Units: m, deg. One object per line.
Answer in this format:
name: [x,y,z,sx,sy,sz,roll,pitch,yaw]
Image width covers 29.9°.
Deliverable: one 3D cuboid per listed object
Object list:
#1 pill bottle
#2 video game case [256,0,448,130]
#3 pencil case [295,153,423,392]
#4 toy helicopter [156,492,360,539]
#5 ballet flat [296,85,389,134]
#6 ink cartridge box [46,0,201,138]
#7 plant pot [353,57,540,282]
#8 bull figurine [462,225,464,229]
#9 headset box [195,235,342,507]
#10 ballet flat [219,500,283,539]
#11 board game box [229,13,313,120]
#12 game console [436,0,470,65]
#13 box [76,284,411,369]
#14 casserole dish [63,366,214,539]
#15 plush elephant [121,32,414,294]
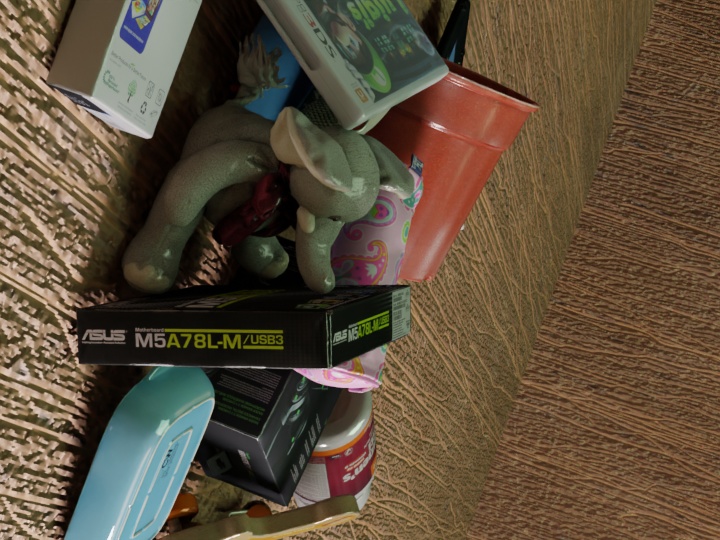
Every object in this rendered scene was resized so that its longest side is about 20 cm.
pill bottle: [-0.037,0.188,1.461,0.201,0.109,0.110,84,28,-54]
video game case: [-0.019,-0.204,1.019,0.023,0.182,0.200,-33,-177,27]
pencil case: [0.000,0.000,1.145,0.087,0.087,0.201,59,43,-69]
toy helicopter: [-0.098,0.240,1.214,0.132,0.198,0.079,104,-29,-65]
ballet flat: [0.005,-0.170,1.128,0.068,0.075,0.201,65,45,-61]
ink cartridge box: [-0.131,-0.193,0.859,0.099,0.039,0.201,37,73,-73]
plant pot: [0.039,-0.107,1.283,0.196,0.200,0.201,-66,165,12]
bull figurine: [0.113,-0.125,1.541,0.200,0.065,0.122,-60,166,-58]
headset box: [-0.082,0.099,1.239,0.174,0.092,0.201,78,34,-61]
ballet flat: [-0.137,0.278,1.337,0.200,0.070,0.066,-28,107,-71]
board game box: [-0.075,-0.138,1.113,0.158,0.039,0.201,-36,136,-57]
game console: [0.085,-0.185,1.541,0.177,0.031,0.201,101,9,-55]
box: [-0.079,0.039,1.005,0.200,0.192,0.048,-13,105,-71]
casserole dish: [-0.168,0.156,1.046,0.121,0.039,0.201,-32,148,-63]
plush elephant: [-0.050,-0.056,0.985,0.164,0.154,0.201,3,108,-54]
